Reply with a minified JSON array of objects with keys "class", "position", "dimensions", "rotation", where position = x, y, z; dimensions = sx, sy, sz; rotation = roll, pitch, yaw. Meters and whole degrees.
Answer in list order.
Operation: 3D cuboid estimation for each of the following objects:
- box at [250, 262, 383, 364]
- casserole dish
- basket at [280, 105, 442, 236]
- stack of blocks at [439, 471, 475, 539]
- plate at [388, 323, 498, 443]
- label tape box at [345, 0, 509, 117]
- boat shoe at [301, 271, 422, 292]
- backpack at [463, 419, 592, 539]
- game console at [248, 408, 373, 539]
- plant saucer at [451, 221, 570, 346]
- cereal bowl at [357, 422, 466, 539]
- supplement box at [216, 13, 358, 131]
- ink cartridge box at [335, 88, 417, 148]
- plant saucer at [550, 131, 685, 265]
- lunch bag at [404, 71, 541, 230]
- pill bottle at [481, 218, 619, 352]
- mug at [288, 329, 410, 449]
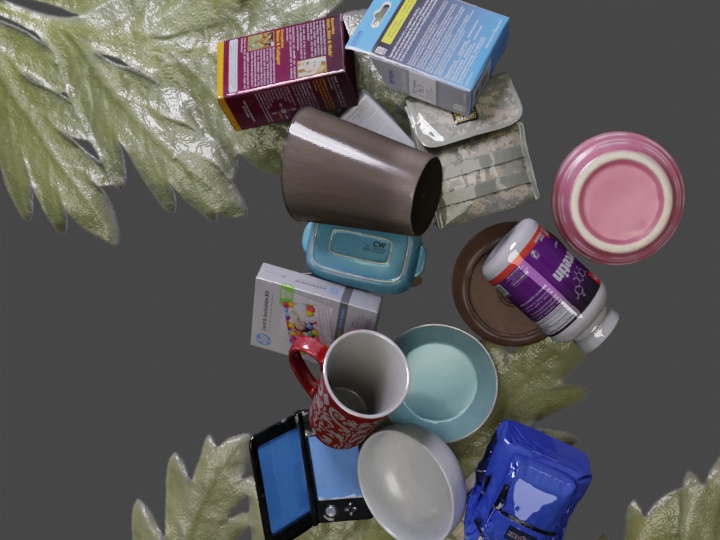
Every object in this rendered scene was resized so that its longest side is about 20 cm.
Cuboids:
[{"class":"box","position":[-0.072,0.080,1.400],"dimensions":[0.197,0.041,0.157],"rotation":[17,133,5]},{"class":"casserole dish","position":[0.002,-0.035,1.346],"dimensions":[0.197,0.039,0.123],"rotation":[12,88,9]},{"class":"basket","position":[0.005,-0.126,1.248],"dimensions":[0.197,0.136,0.182],"rotation":[18,136,22]},{"class":"stack of blocks","position":[0.235,0.368,1.439],"dimensions":[0.115,0.059,0.201],"rotation":[40,104,-1]},{"class":"plate","position":[0.125,0.182,1.435],"dimensions":[0.196,0.026,0.204],"rotation":[2,101,9]},{"class":"label tape box","position":[0.098,-0.325,1.278],"dimensions":[0.198,0.066,0.145],"rotation":[23,67,17]},{"class":"boat shoe","position":[0.000,0.000,1.399],"dimensions":[0.196,0.073,0.066],"rotation":[-3,81,9]},{"class":"backpack","position":[0.235,0.355,1.323],"dimensions":[0.161,0.168,0.203],"rotation":[24,104,10]},{"class":"game console","position":[-0.073,0.341,1.449],"dimensions":[0.173,0.116,0.204],"rotation":[-6,101,10]},{"class":"plant saucer","position":[0.241,0.026,1.383],"dimensions":[0.197,0.034,0.204],"rotation":[1,101,8]},{"class":"cereal bowl","position":[0.092,0.334,1.416],"dimensions":[0.198,0.083,0.204],"rotation":[16,115,38]},{"class":"supplement box","position":[-0.109,-0.294,1.319],"dimensions":[0.197,0.086,0.112],"rotation":[-10,62,10]},{"class":"ink cartridge box","position":[0.017,-0.155,1.383],"dimensions":[0.162,0.057,0.200],"rotation":[-43,113,13]},{"class":"plant saucer","position":[0.388,-0.105,1.326],"dimensions":[0.197,0.051,0.204],"rotation":[1,101,7]},{"class":"lunch bag","position":[0.163,-0.182,1.306],"dimensions":[0.161,0.118,0.203],"rotation":[-15,98,1]},{"class":"pill bottle","position":[0.283,0.026,1.302],"dimensions":[0.199,0.113,0.113],"rotation":[41,104,-2]},{"class":"mug","position":[-0.022,0.176,1.365],"dimensions":[0.132,0.201,0.179],"rotation":[-26,71,-25]}]
